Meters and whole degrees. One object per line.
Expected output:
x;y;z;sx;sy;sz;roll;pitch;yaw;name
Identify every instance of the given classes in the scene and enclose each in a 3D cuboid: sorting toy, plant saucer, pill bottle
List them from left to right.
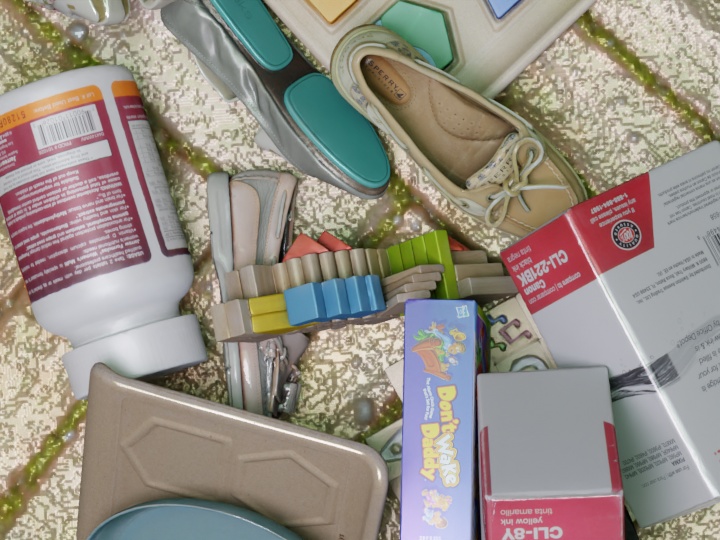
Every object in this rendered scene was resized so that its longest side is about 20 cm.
-0.172;-0.024;1.761;0.109;0.110;0.201;-18;87;5;pill bottle
-0.085;0.213;1.734;0.199;0.027;0.201;12;133;13;plant saucer
-0.083;0.147;1.730;0.199;0.185;0.037;19;46;8;sorting toy
0.038;-0.203;1.781;0.185;0.036;0.200;-43;85;3;sorting toy

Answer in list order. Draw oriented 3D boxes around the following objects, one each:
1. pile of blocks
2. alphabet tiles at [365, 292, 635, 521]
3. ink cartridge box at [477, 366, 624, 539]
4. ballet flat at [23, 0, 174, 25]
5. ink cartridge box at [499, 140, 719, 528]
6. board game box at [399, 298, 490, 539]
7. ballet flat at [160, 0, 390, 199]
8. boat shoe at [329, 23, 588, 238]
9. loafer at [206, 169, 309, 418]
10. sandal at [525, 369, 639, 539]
0.000;0.000;1.728;0.199;0.082;0.062;-8;80;-21;pile of blocks
0.112;0.106;1.781;0.200;0.006;0.167;-29;86;4;alphabet tiles
0.116;0.180;1.638;0.083;0.145;0.201;-3;118;1;ink cartridge box
-0.153;-0.194;1.751;0.200;0.076;0.064;-18;86;38;ballet flat
0.201;0.041;1.701;0.144;0.084;0.200;-24;84;-36;ink cartridge box
0.054;0.124;1.707;0.045;0.134;0.201;0;84;7;board game box
-0.057;-0.117;1.782;0.200;0.067;0.064;51;131;6;ballet flat
0.065;-0.081;1.742;0.200;0.063;0.073;34;95;-14;boat shoe
-0.061;0.032;1.771;0.063;0.072;0.201;-7;85;-2;loafer
0.133;0.148;1.735;0.075;0.048;0.201;-16;113;4;sandal
